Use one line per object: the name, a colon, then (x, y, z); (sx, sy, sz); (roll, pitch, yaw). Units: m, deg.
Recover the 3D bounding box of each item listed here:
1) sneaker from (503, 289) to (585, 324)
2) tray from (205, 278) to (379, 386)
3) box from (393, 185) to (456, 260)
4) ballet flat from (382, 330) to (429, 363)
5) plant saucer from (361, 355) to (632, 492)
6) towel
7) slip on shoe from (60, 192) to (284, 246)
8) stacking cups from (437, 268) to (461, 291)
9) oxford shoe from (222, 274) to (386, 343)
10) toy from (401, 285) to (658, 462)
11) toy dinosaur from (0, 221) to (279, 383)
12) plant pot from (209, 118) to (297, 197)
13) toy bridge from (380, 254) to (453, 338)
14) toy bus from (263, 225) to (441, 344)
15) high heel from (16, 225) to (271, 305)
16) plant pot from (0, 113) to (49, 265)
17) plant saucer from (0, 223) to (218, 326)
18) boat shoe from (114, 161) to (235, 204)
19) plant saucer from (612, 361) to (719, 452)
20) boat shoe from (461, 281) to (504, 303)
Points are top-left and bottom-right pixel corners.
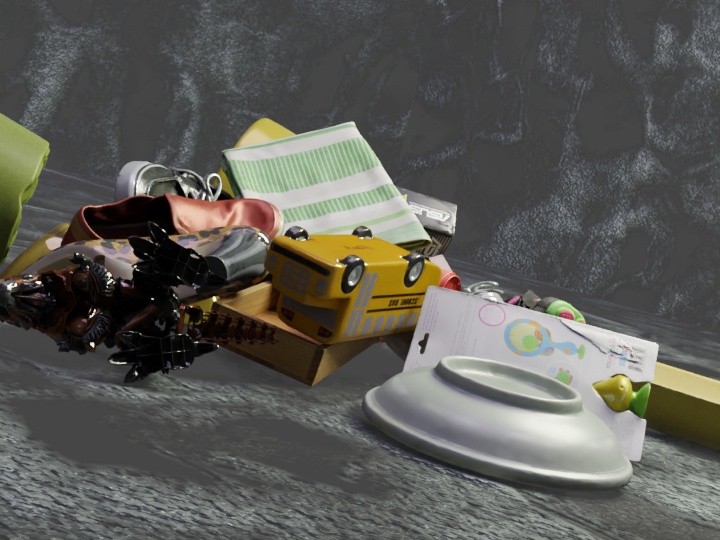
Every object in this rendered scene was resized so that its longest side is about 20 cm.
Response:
sneaker: (0.169, 0.062, 1.280); (0.084, 0.077, 0.200); (45, -9, 11)
tray: (-0.050, 0.046, 1.099); (0.098, 0.037, 0.200); (22, 12, 12)
box: (-0.007, -0.018, 1.355); (0.159, 0.044, 0.200); (18, -38, -9)
ballet flat: (0.104, 0.083, 1.149); (0.199, 0.068, 0.067); (14, 28, 17)
plant saucer: (0.102, 0.100, 0.924); (0.199, 0.050, 0.200); (14, 7, -2)
towel: (-0.040, -0.069, 1.212); (0.152, 0.023, 0.200); (-14, 41, -14)
slip on shoe: (-0.155, -0.034, 1.097); (0.199, 0.061, 0.074); (-7, 53, -26)
stacking cups: (0.000, 0.000, 1.197); (0.199, 0.061, 0.060); (21, 8, 31)
oxford shoe: (-0.050, 0.026, 1.305); (0.199, 0.073, 0.071); (15, 3, 13)
toy: (0.138, 0.092, 1.065); (0.199, 0.116, 0.047); (12, -35, 9)
toy dinosaur: (-0.156, 0.025, 0.917); (0.199, 0.103, 0.136); (-13, -1, -26)
plant pot: (-0.089, -0.059, 1.612); (0.188, 0.201, 0.201); (30, 5, 3)
toy bridge: (0.001, 0.036, 1.231); (0.199, 0.027, 0.067); (-13, 50, -19)
toy bus: (-0.006, 0.011, 1.048); (0.065, 0.079, 0.200); (27, 14, 25)
high heel: (-0.172, 0.002, 1.046); (0.199, 0.072, 0.143); (-5, 8, 15)
plant pot: (-0.384, -0.091, 1.133); (0.189, 0.201, 0.200); (23, 2, -13)
plant saucer: (-0.217, 0.000, 1.186); (0.199, 0.049, 0.200); (12, 4, -9)
boat shoe: (-0.163, -0.058, 1.199); (0.068, 0.074, 0.199); (0, -9, 15)
plant saucer: (0.325, 0.134, 1.267); (0.199, 0.049, 0.200); (17, 6, 35)
boat shoe: (0.105, 0.046, 1.272); (0.074, 0.065, 0.202); (-15, -10, -1)
